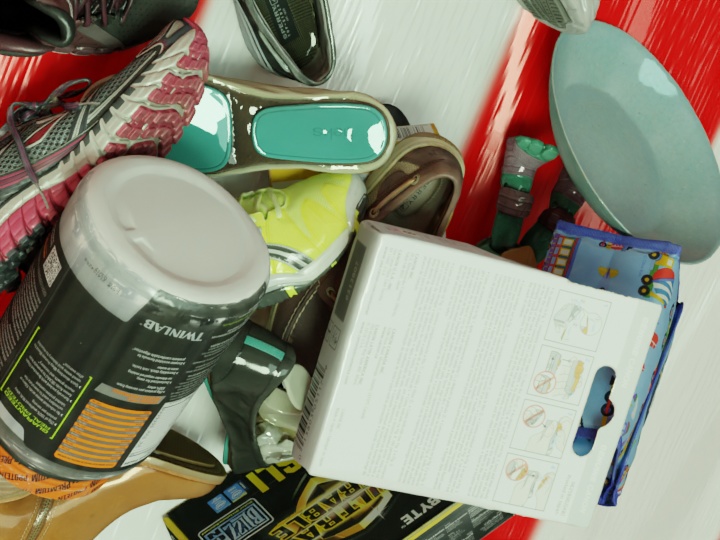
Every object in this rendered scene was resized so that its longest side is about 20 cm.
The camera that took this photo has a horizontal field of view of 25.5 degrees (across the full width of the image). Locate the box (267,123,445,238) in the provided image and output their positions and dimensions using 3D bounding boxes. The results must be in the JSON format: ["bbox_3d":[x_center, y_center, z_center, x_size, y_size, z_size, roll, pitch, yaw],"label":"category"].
[{"bbox_3d":[0.000,0.000,1.110,0.119,0.041,0.200,-5,119,-5],"label":"box"}]

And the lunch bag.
[{"bbox_3d":[0.180,0.078,1.160,0.200,0.094,0.151,54,52,-61],"label":"lunch bag"}]

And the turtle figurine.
[{"bbox_3d":[0.116,0.009,1.186,0.150,0.101,0.200,24,83,-55],"label":"turtle figurine"}]

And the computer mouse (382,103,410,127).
[{"bbox_3d":[0.004,-0.021,1.135,0.059,0.034,0.200,-7,115,-34],"label":"computer mouse"}]

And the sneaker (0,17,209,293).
[{"bbox_3d":[-0.170,-0.079,0.937,0.200,0.075,0.081,-43,168,-2],"label":"sneaker"}]

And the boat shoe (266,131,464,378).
[{"bbox_3d":[0.004,0.003,1.049,0.072,0.072,0.200,32,108,-20],"label":"boat shoe"}]

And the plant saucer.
[{"bbox_3d":[0.196,-0.090,1.181,0.201,0.039,0.201,26,50,-36],"label":"plant saucer"}]

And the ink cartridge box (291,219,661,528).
[{"bbox_3d":[0.073,0.069,1.018,0.200,0.057,0.163,13,101,-22],"label":"ink cartridge box"}]

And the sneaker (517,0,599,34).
[{"bbox_3d":[0.125,-0.261,1.093,0.099,0.078,0.200,-53,138,-15],"label":"sneaker"}]

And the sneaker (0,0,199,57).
[{"bbox_3d":[-0.164,-0.147,0.903,0.200,0.115,0.076,-7,115,-33],"label":"sneaker"}]

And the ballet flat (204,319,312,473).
[{"bbox_3d":[-0.063,0.094,1.059,0.200,0.068,0.068,85,20,-66],"label":"ballet flat"}]

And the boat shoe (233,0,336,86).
[{"bbox_3d":[-0.057,-0.204,0.981,0.072,0.071,0.200,-37,127,-16],"label":"boat shoe"}]

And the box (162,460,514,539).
[{"bbox_3d":[-0.017,0.174,1.128,0.200,0.160,0.049,-32,125,-19],"label":"box"}]

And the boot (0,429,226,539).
[{"bbox_3d":[-0.196,0.175,1.056,0.200,0.077,0.155,7,107,-38],"label":"boot"}]

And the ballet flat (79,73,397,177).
[{"bbox_3d":[-0.077,-0.094,1.014,0.200,0.069,0.070,7,109,-6],"label":"ballet flat"}]

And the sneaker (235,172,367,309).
[{"bbox_3d":[-0.089,-0.016,1.020,0.200,0.075,0.076,-28,122,-1],"label":"sneaker"}]

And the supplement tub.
[{"bbox_3d":[-0.148,0.039,0.937,0.122,0.123,0.200,7,135,-37],"label":"supplement tub"}]
